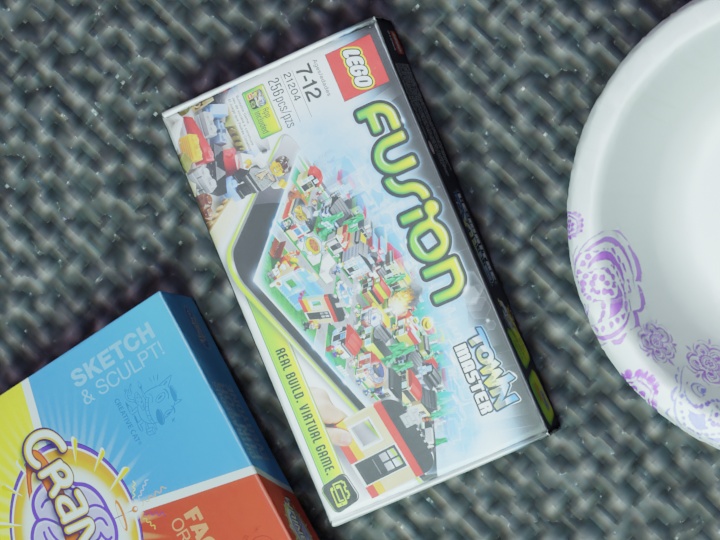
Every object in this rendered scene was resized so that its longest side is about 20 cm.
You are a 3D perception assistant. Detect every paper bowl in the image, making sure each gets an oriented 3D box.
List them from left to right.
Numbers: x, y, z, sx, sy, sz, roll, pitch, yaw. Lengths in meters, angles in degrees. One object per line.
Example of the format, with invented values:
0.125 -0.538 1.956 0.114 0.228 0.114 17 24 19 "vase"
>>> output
0.190 -0.022 1.105 0.200 0.104 0.202 1 93 13 "paper bowl"

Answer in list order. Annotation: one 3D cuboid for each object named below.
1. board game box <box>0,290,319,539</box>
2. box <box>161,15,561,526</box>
-0.129 0.126 1.208 0.200 0.040 0.153 -33 74 13 "board game box"
0.000 0.000 1.187 0.110 0.035 0.201 -24 87 13 "box"
